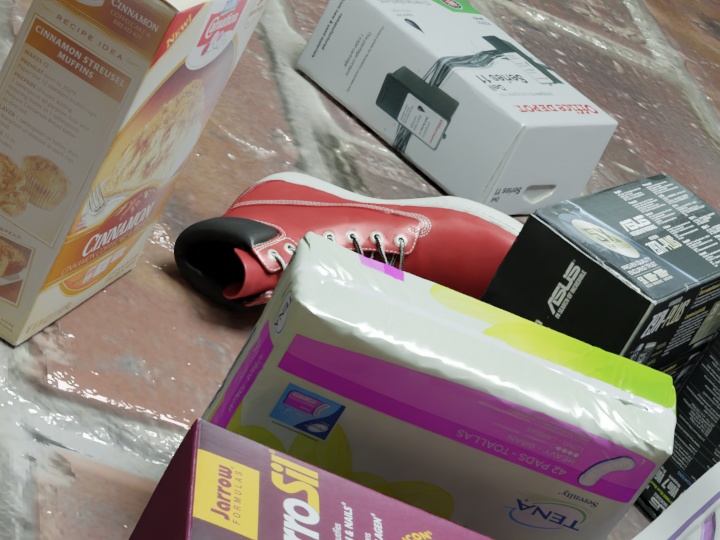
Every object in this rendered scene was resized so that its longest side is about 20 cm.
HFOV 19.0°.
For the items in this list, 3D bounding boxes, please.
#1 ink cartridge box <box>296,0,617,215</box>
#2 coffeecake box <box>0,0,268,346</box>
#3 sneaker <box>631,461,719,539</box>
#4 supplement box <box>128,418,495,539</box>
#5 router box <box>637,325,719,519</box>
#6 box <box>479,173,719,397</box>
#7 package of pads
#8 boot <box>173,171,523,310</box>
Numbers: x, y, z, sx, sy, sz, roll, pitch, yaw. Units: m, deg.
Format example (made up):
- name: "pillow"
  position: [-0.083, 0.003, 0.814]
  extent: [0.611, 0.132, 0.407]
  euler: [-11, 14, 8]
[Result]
- name: "ink cartridge box"
  position: [0.075, -0.132, 1.627]
  extent: [0.200, 0.083, 0.146]
  euler: [42, 26, 25]
- name: "coffeecake box"
  position: [-0.134, -0.080, 1.118]
  extent: [0.073, 0.200, 0.154]
  euler: [32, 23, 8]
- name: "sneaker"
  position: [0.181, 0.165, 1.032]
  extent: [0.114, 0.200, 0.073]
  euler: [48, -7, 32]
- name: "supplement box"
  position: [-0.001, 0.158, 0.927]
  extent: [0.199, 0.086, 0.110]
  euler: [24, 24, -13]
- name: "router box"
  position: [0.269, 0.087, 1.312]
  extent: [0.200, 0.150, 0.062]
  euler: [3, 34, -48]
- name: "box"
  position: [0.129, 0.043, 1.221]
  extent: [0.086, 0.164, 0.200]
  euler: [38, 25, 19]
- name: "package of pads"
  position: [0.029, 0.086, 1.028]
  extent: [0.199, 0.155, 0.068]
  euler: [22, 37, -13]
- name: "boot"
  position: [0.000, 0.000, 1.241]
  extent: [0.199, 0.073, 0.144]
  euler: [12, 19, 18]
